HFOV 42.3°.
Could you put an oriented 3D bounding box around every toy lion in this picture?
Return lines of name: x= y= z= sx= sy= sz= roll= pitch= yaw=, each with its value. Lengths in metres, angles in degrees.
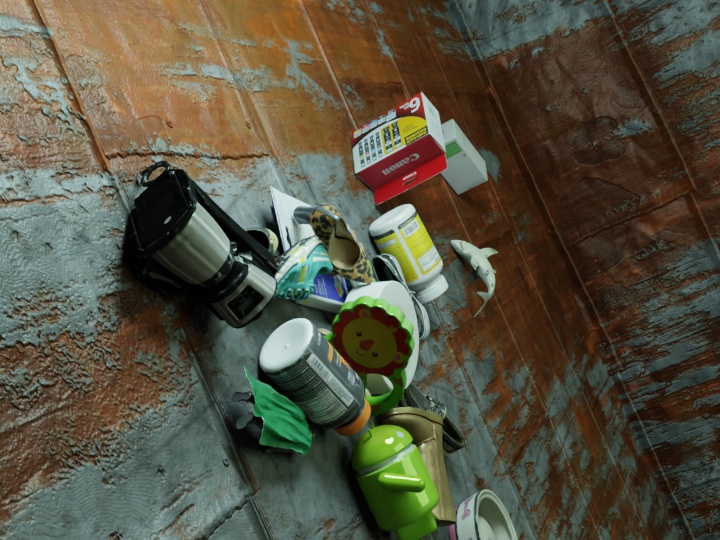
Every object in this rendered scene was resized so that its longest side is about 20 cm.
toy lion: x=0.013 y=0.145 z=1.559 sx=0.202 sy=0.190 sz=0.069 roll=58 pitch=25 yaw=-17

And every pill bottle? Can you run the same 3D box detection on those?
pill bottle: x=0.110 y=-0.032 z=2.030 sx=0.202 sy=0.111 sz=0.113 roll=61 pitch=24 yaw=-12
pill bottle: x=-0.064 y=0.177 z=1.474 sx=0.201 sy=0.105 sz=0.107 roll=51 pitch=27 yaw=-32

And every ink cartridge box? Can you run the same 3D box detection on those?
ink cartridge box: x=-0.102 y=-0.032 z=1.671 sx=0.199 sy=0.047 sz=0.201 roll=19 pitch=53 yaw=-57
ink cartridge box: x=0.085 y=-0.271 z=2.089 sx=0.084 sy=0.198 sz=0.178 roll=38 pitch=34 yaw=-44

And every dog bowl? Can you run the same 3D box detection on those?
dog bowl: x=0.243 y=0.538 z=1.827 sx=0.200 sy=0.073 sz=0.202 roll=48 pitch=30 yaw=-38

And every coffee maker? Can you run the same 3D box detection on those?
coffee maker: x=-0.217 y=-0.041 z=1.320 sx=0.200 sy=0.133 sz=0.194 roll=46 pitch=29 yaw=-38

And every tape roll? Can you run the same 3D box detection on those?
tape roll: x=0.038 y=0.123 z=1.712 sx=0.202 sy=0.070 sz=0.206 roll=18 pitch=70 yaw=-62

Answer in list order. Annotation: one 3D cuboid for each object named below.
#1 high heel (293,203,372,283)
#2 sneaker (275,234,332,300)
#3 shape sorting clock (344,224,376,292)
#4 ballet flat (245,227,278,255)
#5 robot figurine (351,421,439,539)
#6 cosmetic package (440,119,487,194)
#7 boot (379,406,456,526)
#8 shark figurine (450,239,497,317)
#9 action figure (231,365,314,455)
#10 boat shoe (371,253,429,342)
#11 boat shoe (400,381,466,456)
high heel: x=-0.025 y=-0.037 z=1.613 sx=0.200 sy=0.072 sz=0.142 roll=45 pitch=-15 yaw=-23
sneaker: x=-0.110 y=0.015 z=1.510 sx=0.200 sy=0.077 sz=0.080 roll=-42 pitch=104 yaw=-43
shape sorting clock: x=0.000 y=0.000 z=1.824 sx=0.200 sy=0.039 sz=0.203 roll=-17 pitch=91 yaw=-77
ballet flat: x=-0.179 y=-0.038 z=1.490 sx=0.199 sy=0.056 sz=0.067 roll=-16 pitch=83 yaw=-66
robot figurine: x=0.057 y=0.349 z=1.553 sx=0.175 sy=0.114 sz=0.202 roll=29 pitch=36 yaw=-88
cosmetic package: x=0.270 y=-0.321 z=2.649 sx=0.200 sy=0.107 sz=0.086 roll=43 pitch=32 yaw=-39
boot: x=0.110 y=0.361 z=1.720 sx=0.174 sy=0.066 sz=0.203 roll=18 pitch=58 yaw=-41
shark figurine: x=0.316 y=0.019 z=2.474 sx=0.126 sy=0.090 sz=0.217 roll=-1 pitch=55 yaw=-28
action figure: x=-0.119 y=0.228 z=1.373 sx=0.200 sy=0.054 sz=0.120 roll=44 pitch=30 yaw=-54
boat shoe: x=0.079 y=0.057 z=1.927 sx=0.068 sy=0.073 sz=0.202 roll=0 pitch=67 yaw=-69
boat shoe: x=0.144 y=0.288 z=1.859 sx=0.202 sy=0.065 sz=0.072 roll=55 pitch=26 yaw=-23
